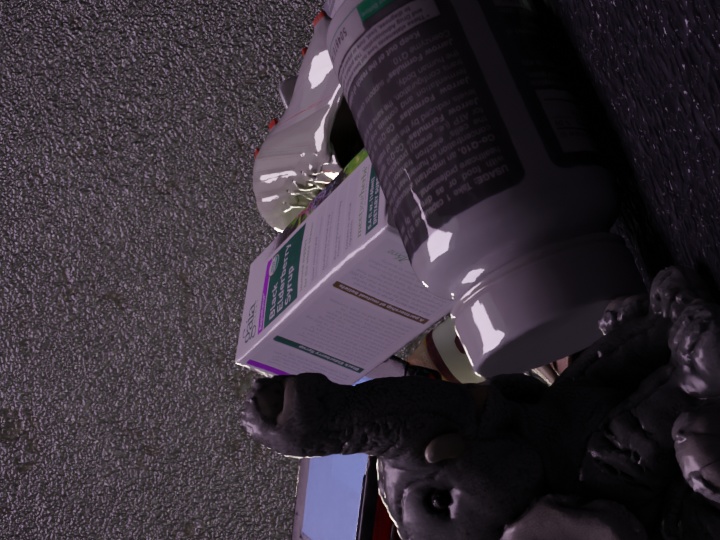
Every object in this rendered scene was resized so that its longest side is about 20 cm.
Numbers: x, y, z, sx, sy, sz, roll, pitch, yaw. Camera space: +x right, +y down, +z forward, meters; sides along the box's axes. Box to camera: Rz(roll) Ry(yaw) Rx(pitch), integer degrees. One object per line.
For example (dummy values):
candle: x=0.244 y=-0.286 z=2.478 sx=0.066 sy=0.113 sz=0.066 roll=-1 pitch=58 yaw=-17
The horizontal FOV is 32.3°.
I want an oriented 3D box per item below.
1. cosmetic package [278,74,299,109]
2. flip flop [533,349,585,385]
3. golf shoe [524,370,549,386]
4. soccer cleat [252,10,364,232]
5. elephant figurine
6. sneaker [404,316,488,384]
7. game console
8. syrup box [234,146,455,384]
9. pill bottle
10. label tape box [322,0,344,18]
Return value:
cosmetic package: x=0.041 y=-0.095 z=1.168 sx=0.165 sy=0.164 sz=0.202 roll=59 pitch=-172 yaw=-80
flip flop: x=0.135 y=0.050 z=0.711 sx=0.058 sy=0.080 sz=0.201 roll=100 pitch=151 yaw=-60
golf shoe: x=0.121 y=0.075 z=0.816 sx=0.201 sy=0.097 sz=0.078 roll=60 pitch=-175 yaw=1
soccer cleat: x=-0.023 y=-0.077 z=0.798 sx=0.078 sy=0.069 sz=0.201 roll=66 pitch=151 yaw=29
elephant figurine: x=0.073 y=0.089 z=0.538 sx=0.142 sy=0.198 sz=0.156 roll=58 pitch=-170 yaw=-80
sneaker: x=0.084 y=0.081 z=0.973 sx=0.075 sy=0.090 sz=0.200 roll=64 pitch=-177 yaw=26
game console: x=-0.017 y=0.161 z=0.872 sx=0.172 sy=0.118 sz=0.202 roll=-32 pitch=-50 yaw=-68
syrup box: x=0.000 y=0.000 z=0.776 sx=0.081 sy=0.200 sz=0.079 roll=22 pitch=-126 yaw=-22
pill bottle: x=0.065 y=-0.056 z=0.640 sx=0.113 sy=0.112 sz=0.202 roll=62 pitch=-173 yaw=-71
label tape box: x=0.021 y=-0.089 z=0.854 sx=0.144 sy=0.065 sz=0.201 roll=111 pitch=149 yaw=-52
